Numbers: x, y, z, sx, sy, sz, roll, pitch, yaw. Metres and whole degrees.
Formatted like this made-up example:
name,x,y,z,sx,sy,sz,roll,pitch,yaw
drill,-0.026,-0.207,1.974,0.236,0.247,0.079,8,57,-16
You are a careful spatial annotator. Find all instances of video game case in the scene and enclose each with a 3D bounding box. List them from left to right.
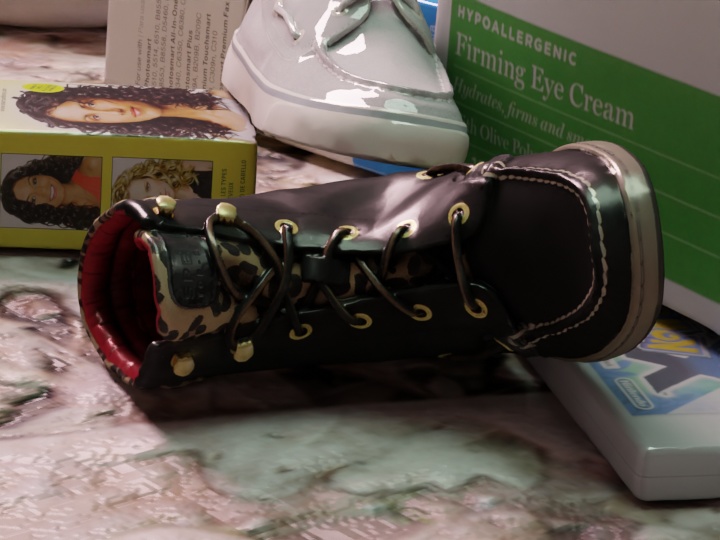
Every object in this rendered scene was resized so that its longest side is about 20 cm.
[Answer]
name,x,y,z,sx,sy,sz,roll,pitch,yaw
video game case,0.151,0.029,1.023,0.181,0.022,0.200,-1,20,-15

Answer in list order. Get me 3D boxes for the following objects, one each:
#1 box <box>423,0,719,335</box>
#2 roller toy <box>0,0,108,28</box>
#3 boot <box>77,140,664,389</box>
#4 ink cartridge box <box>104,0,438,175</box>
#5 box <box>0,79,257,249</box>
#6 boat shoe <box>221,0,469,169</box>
name,x,y,z,sx,sy,sz,roll,pitch,yaw
box,0.161,-0.090,1.067,0.199,0.173,0.199,-10,24,-35
roller toy,-0.157,-0.209,1.444,0.199,0.141,0.182,11,20,19
boot,0.000,0.000,0.953,0.150,0.074,0.200,-6,4,-22
ink cartridge box,0.004,-0.110,1.286,0.199,0.085,0.146,20,25,35
box,-0.141,-0.042,1.117,0.198,0.050,0.075,1,19,-7
boat shoe,-0.003,-0.084,1.089,0.072,0.069,0.200,10,11,-13
